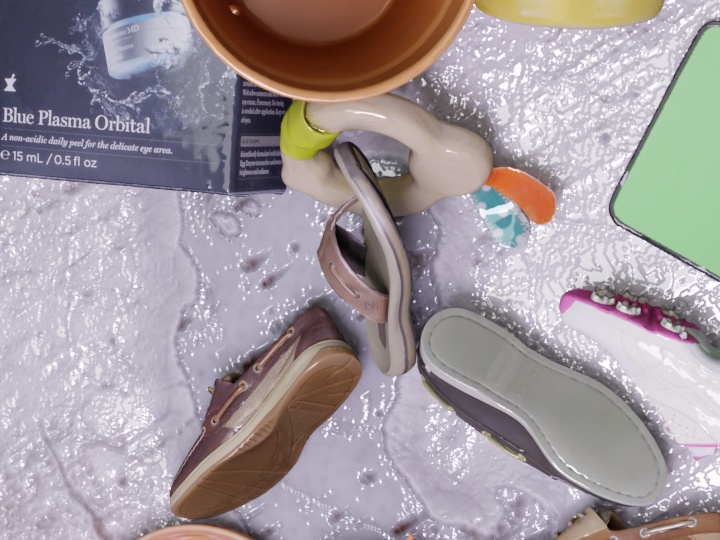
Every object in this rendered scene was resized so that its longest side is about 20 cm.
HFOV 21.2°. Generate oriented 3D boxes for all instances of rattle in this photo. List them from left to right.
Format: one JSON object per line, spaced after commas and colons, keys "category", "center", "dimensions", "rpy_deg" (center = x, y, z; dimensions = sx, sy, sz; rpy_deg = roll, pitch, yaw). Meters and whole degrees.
{"category": "rattle", "center": [0.047, -0.106, 1.389], "dimensions": [0.199, 0.143, 0.131], "rpy_deg": [6, 130, 3]}

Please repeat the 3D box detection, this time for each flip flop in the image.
{"category": "flip flop", "center": [0.000, 0.000, 1.346], "dimensions": [0.057, 0.081, 0.201], "rpy_deg": [-14, 135, -7]}

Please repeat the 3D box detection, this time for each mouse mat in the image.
{"category": "mouse mat", "center": [0.288, -0.060, 1.322], "dimensions": [0.200, 0.008, 0.161], "rpy_deg": [31, 103, 15]}

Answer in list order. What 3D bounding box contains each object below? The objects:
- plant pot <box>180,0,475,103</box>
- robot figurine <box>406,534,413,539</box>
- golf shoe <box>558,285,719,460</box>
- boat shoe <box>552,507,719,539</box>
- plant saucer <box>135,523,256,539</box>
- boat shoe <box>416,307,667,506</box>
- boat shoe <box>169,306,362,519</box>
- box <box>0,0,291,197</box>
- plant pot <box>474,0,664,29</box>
{"category": "plant pot", "center": [-0.025, -0.210, 1.254], "dimensions": [0.199, 0.140, 0.201], "rpy_deg": [0, 95, -5]}
{"category": "robot figurine", "center": [0.012, 0.295, 1.385], "dimensions": [0.143, 0.116, 0.201], "rpy_deg": [-4, 97, 32]}
{"category": "golf shoe", "center": [0.220, 0.078, 1.324], "dimensions": [0.199, 0.075, 0.092], "rpy_deg": [26, 106, 16]}
{"category": "boat shoe", "center": [0.172, 0.207, 1.356], "dimensions": [0.199, 0.076, 0.074], "rpy_deg": [-8, 70, 25]}
{"category": "plant saucer", "center": [-0.117, 0.291, 1.474], "dimensions": [0.199, 0.037, 0.201], "rpy_deg": [2, 96, 19]}
{"category": "boat shoe", "center": [0.127, 0.102, 1.365], "dimensions": [0.201, 0.061, 0.072], "rpy_deg": [37, 66, 9]}
{"category": "boat shoe", "center": [-0.080, 0.106, 1.438], "dimensions": [0.200, 0.072, 0.072], "rpy_deg": [-50, 48, 26]}
{"category": "box", "center": [-0.157, -0.162, 1.408], "dimensions": [0.196, 0.117, 0.201], "rpy_deg": [5, 95, 18]}
{"category": "plant pot", "center": [0.141, -0.265, 1.266], "dimensions": [0.200, 0.201, 0.190], "rpy_deg": [9, 112, 18]}
